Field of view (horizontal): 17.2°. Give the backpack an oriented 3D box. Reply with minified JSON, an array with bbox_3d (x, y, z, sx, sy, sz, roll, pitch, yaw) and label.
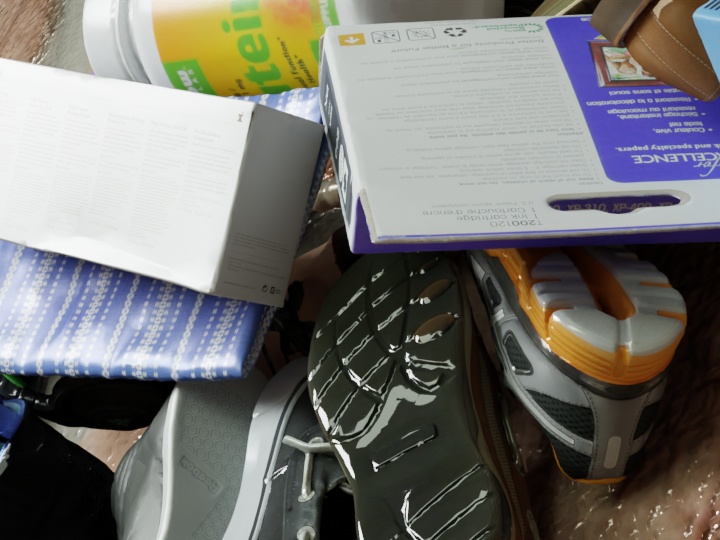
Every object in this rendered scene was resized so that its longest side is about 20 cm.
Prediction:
[{"bbox_3d":[-0.214,0.165,1.144,0.182,0.134,0.201,-8,50,54],"label":"backpack"}]

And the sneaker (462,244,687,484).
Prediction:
[{"bbox_3d":[0.080,0.014,0.985,0.077,0.078,0.200,0,26,-6],"label":"sneaker"}]

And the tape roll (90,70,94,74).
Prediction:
[{"bbox_3d":[-0.093,-0.098,1.401,0.200,0.066,0.201,-36,28,23],"label":"tape roll"}]

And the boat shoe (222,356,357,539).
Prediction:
[{"bbox_3d":[-0.014,0.101,1.002,0.068,0.074,0.200,-14,25,24],"label":"boat shoe"}]

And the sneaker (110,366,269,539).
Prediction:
[{"bbox_3d":[-0.082,0.147,1.064,0.099,0.070,0.202,130,152,-64],"label":"sneaker"}]

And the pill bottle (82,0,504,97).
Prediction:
[{"bbox_3d":[-0.039,-0.124,1.144,0.199,0.111,0.112,-3,49,42],"label":"pill bottle"}]

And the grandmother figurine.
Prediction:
[{"bbox_3d":[0.000,0.000,1.147,0.199,0.060,0.122,-33,57,20],"label":"grandmother figurine"}]

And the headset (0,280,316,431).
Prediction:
[{"bbox_3d":[-0.107,0.014,1.126,0.199,0.094,0.124,12,75,28],"label":"headset"}]

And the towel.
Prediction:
[{"bbox_3d":[-0.106,-0.018,1.096,0.199,0.024,0.146,0,62,39],"label":"towel"}]

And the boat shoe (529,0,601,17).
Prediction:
[{"bbox_3d":[0.143,-0.139,1.103,0.199,0.071,0.065,-34,36,4],"label":"boat shoe"}]

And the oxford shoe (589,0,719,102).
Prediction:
[{"bbox_3d":[0.173,-0.113,0.998,0.200,0.071,0.071,-31,-18,-46],"label":"oxford shoe"}]

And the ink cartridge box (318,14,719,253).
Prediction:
[{"bbox_3d":[0.088,-0.047,0.967,0.196,0.044,0.200,-2,29,-5],"label":"ink cartridge box"}]

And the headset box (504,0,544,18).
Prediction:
[{"bbox_3d":[0.062,-0.162,1.213,0.199,0.077,0.150,-34,45,22],"label":"headset box"}]

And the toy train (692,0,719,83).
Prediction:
[{"bbox_3d":[0.226,-0.108,0.889,0.199,0.087,0.114,-36,28,-16],"label":"toy train"}]

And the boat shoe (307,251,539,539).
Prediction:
[{"bbox_3d":[0.029,0.073,0.963,0.075,0.074,0.201,-24,42,16],"label":"boat shoe"}]

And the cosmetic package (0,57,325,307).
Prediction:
[{"bbox_3d":[-0.108,-0.043,1.056,0.199,0.050,0.083,14,92,42],"label":"cosmetic package"}]

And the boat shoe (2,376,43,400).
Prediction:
[{"bbox_3d":[-0.205,0.039,1.385,0.056,0.069,0.201,-21,41,27],"label":"boat shoe"}]
